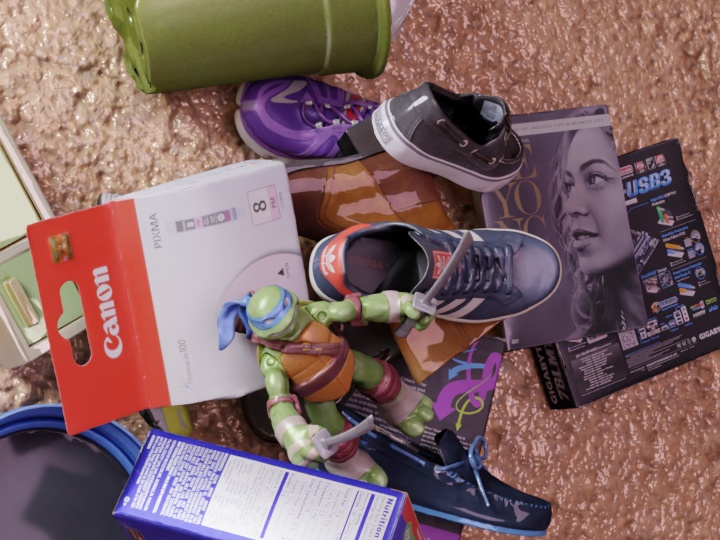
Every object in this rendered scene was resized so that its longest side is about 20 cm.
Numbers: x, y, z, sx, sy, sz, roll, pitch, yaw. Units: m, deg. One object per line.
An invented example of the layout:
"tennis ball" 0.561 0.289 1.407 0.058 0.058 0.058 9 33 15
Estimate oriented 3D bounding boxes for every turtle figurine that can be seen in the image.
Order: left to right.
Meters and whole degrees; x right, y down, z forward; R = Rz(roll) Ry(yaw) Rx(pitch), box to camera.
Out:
"turtle figurine" 0.005 0.089 1.171 0.194 0.198 0.145 58 32 -51

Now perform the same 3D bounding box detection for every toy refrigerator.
"toy refrigerator" -0.273 -0.034 1.220 0.076 0.070 0.201 -30 97 -27

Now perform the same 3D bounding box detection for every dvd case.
"dvd case" 0.170 -0.039 1.425 0.147 0.016 0.202 -8 85 -25

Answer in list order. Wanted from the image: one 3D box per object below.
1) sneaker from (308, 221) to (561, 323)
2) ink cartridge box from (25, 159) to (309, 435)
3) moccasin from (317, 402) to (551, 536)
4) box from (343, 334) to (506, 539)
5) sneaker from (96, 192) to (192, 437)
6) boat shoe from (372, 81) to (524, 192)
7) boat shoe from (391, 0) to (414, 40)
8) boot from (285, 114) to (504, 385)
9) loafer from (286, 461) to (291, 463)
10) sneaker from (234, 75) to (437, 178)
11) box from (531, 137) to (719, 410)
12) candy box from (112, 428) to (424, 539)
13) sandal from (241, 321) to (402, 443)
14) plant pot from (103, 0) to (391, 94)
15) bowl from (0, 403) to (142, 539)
"sneaker" 0.064 0.000 1.231 0.198 0.084 0.076 -2 82 -12
"ink cartridge box" -0.131 0.020 1.196 0.199 0.057 0.164 -20 107 -38
"moccasin" 0.060 0.157 1.288 0.198 0.080 0.069 17 88 -6
"box" 0.030 0.135 1.350 0.142 0.036 0.202 16 77 -5
"sneaker" -0.146 0.033 1.263 0.089 0.078 0.202 -10 88 -16
"boat shoe" 0.087 -0.115 1.307 0.199 0.066 0.070 12 51 -53
"boat shoe" 0.032 -0.275 1.408 0.074 0.068 0.202 26 72 -21
"boot" 0.000 0.000 1.296 0.187 0.068 0.201 -29 88 -15
"loafer" 0.000 0.236 1.281 0.200 0.072 0.063 42 99 6
"sneaker" -0.008 -0.124 1.360 0.198 0.083 0.082 11 78 -24
"box" 0.231 0.001 1.483 0.199 0.050 0.200 -19 91 -27
"candy box" -0.054 0.200 1.169 0.198 0.170 0.078 13 61 18
"sandal" -0.009 0.062 1.313 0.199 0.055 0.082 -29 78 -9
"plant pot" -0.100 -0.221 1.285 0.188 0.200 0.202 -19 92 -15
"bowl" -0.235 0.202 1.224 0.199 0.039 0.203 4 81 -26
